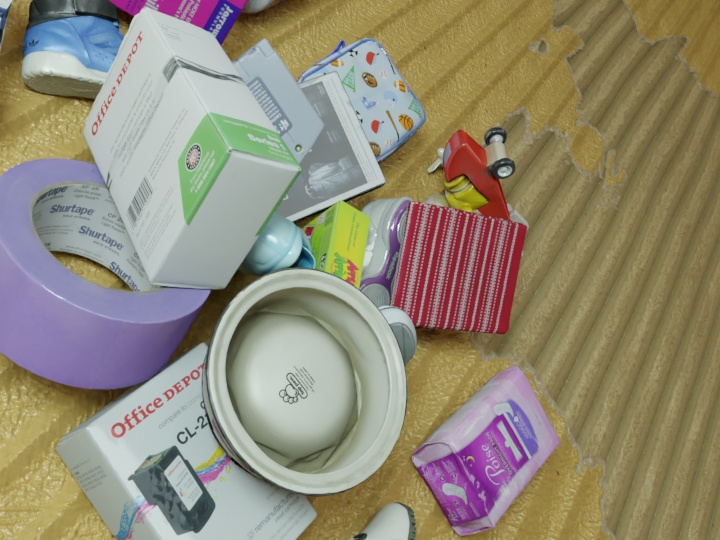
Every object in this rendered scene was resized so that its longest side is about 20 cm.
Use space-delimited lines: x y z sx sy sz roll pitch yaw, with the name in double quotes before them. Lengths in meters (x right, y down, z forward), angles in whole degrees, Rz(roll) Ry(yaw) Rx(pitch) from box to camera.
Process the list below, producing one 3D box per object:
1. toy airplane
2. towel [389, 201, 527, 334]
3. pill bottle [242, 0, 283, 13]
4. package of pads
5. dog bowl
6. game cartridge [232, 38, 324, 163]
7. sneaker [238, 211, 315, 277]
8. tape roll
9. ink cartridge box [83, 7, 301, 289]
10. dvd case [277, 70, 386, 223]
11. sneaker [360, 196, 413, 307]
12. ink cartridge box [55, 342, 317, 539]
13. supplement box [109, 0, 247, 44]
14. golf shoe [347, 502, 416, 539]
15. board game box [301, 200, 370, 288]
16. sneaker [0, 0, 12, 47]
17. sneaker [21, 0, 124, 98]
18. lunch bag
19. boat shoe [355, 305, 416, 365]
"toy airplane" 0.157 -0.091 1.115 0.200 0.138 0.203 -35 110 -78
"towel" 0.122 0.001 0.977 0.197 0.022 0.148 8 93 -35
"pill bottle" -0.098 -0.422 1.051 0.113 0.111 0.200 54 46 -6
"package of pads" 0.162 0.220 0.995 0.199 0.075 0.122 -31 88 -44
"dog bowl" -0.057 0.105 0.731 0.197 0.074 0.204 11 66 -27
"game cartridge" -0.141 -0.134 0.858 0.199 0.041 0.134 -41 108 -12
"sneaker" -0.085 -0.014 0.810 0.081 0.200 0.074 38 89 2
"tape roll" -0.236 -0.001 0.700 0.198 0.085 0.201 29 29 -18
"ink cartridge box" -0.157 -0.108 0.703 0.083 0.147 0.201 7 41 -46
"dvd case" -0.084 -0.135 0.934 0.197 0.025 0.153 -25 88 -23
"sneaker" 0.000 0.000 0.970 0.075 0.099 0.202 45 67 -40
"ink cartridge box" -0.156 0.193 0.728 0.145 0.082 0.202 -37 96 -44
"supplement box" -0.229 -0.342 0.888 0.198 0.102 0.104 24 29 -30
"golf shoe" -0.011 0.301 0.810 0.088 0.077 0.200 46 47 -4
"board game box" -0.048 0.033 0.883 0.047 0.101 0.203 27 54 -26
"sneaker" -0.372 -0.213 0.743 0.079 0.115 0.203 20 87 -29
"sneaker" -0.255 -0.235 0.850 0.197 0.076 0.114 5 76 -32
"lunch bag" -0.009 -0.217 1.058 0.161 0.075 0.200 52 47 -5
"boat shoe" 0.016 0.086 0.875 0.072 0.202 0.068 -8 56 -11
